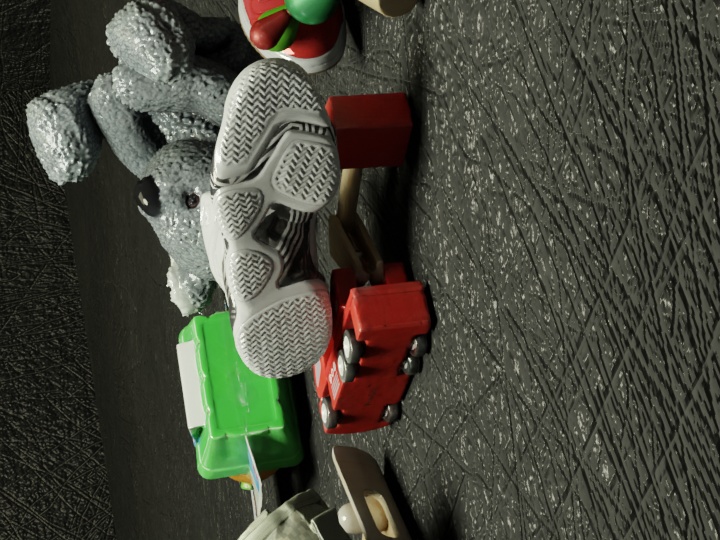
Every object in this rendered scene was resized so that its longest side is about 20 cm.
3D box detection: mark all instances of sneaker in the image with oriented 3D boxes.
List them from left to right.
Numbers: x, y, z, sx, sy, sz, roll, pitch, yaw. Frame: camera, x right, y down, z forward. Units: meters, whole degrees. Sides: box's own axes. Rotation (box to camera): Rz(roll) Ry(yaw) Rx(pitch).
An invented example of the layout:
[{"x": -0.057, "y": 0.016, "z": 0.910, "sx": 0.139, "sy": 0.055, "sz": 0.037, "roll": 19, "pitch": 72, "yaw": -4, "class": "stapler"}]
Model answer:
[{"x": -0.060, "y": -0.045, "z": 1.003, "sx": 0.115, "sy": 0.075, "sz": 0.201, "roll": -119, "pitch": 25, "yaw": -57, "class": "sneaker"}, {"x": -0.047, "y": -0.230, "z": 1.098, "sx": 0.113, "sy": 0.071, "sz": 0.201, "roll": 98, "pitch": 163, "yaw": -51, "class": "sneaker"}]

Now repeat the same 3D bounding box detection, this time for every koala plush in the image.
[{"x": -0.125, "y": -0.080, "z": 1.302, "sx": 0.177, "sy": 0.183, "sz": 0.201, "roll": -39, "pitch": 65, "yaw": 34, "class": "koala plush"}]

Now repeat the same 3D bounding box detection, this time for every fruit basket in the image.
[{"x": -0.106, "y": 0.119, "z": 1.401, "sx": 0.200, "sy": 0.093, "sz": 0.186, "roll": 110, "pitch": 151, "yaw": -65, "class": "fruit basket"}]

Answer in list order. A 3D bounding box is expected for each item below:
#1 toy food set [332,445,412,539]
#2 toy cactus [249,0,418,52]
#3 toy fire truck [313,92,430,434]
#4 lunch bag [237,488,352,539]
[{"x": 0.000, "y": 0.236, "z": 1.087, "sx": 0.144, "sy": 0.060, "sz": 0.201, "roll": -118, "pitch": 27, "yaw": -57, "class": "toy food set"}, {"x": -0.023, "y": -0.205, "z": 0.978, "sx": 0.165, "sy": 0.102, "sz": 0.201, "roll": 49, "pitch": 124, "yaw": 40, "class": "toy cactus"}, {"x": 0.000, "y": 0.000, "z": 1.033, "sx": 0.200, "sy": 0.048, "sz": 0.142, "roll": 108, "pitch": 154, "yaw": -58, "class": "toy fire truck"}, {"x": -0.033, "y": 0.242, "z": 0.975, "sx": 0.164, "sy": 0.117, "sz": 0.200, "roll": 49, "pitch": 132, "yaw": 15, "class": "lunch bag"}]
